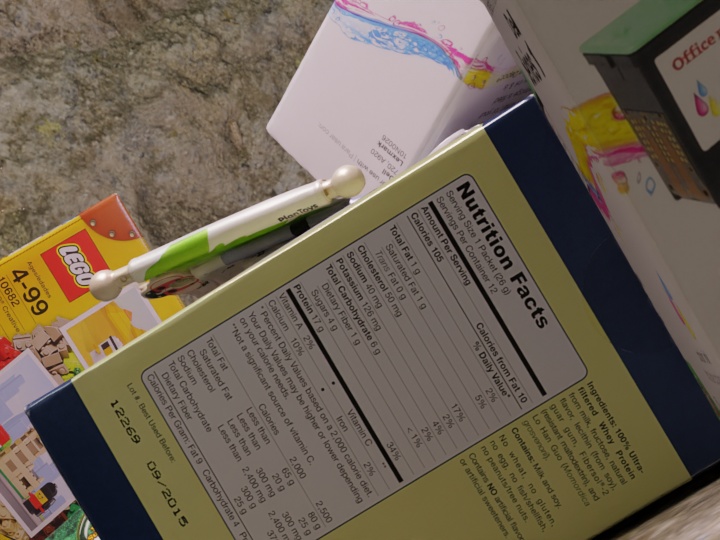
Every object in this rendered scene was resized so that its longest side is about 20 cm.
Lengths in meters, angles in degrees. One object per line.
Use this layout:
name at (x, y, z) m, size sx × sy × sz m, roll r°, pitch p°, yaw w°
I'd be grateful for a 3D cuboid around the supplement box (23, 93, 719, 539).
supplement box at (0.015, 0.045, 1.003) m, size 0.199 × 0.135 × 0.200 m, roll -31°, pitch 1°, yaw 6°

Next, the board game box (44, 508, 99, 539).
board game box at (-0.086, 0.120, 1.156) m, size 0.200 × 0.023 × 0.105 m, roll -41°, pitch 37°, yaw -2°

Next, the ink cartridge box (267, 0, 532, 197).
ink cartridge box at (0.061, -0.129, 1.352) m, size 0.145 × 0.084 × 0.201 m, roll -22°, pitch -31°, yaw -52°

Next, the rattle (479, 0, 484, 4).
rattle at (0.088, -0.041, 0.933) m, size 0.199 × 0.130 × 0.143 m, roll -4°, pitch -42°, yaw -45°

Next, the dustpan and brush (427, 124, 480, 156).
dustpan and brush at (0.040, 0.053, 1.300) m, size 0.057 × 0.139 × 0.201 m, roll -21°, pitch -33°, yaw -52°

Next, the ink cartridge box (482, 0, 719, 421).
ink cartridge box at (0.099, -0.042, 0.760) m, size 0.084 × 0.201 × 0.145 m, roll -30°, pitch 1°, yaw 2°

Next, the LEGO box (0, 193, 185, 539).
LEGO box at (-0.131, 0.092, 1.321) m, size 0.149 × 0.201 × 0.077 m, roll -32°, pitch 1°, yaw -27°

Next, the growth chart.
growth chart at (0.000, 0.000, 1.178) m, size 0.144 × 0.018 × 0.200 m, roll -25°, pitch -25°, yaw 25°
